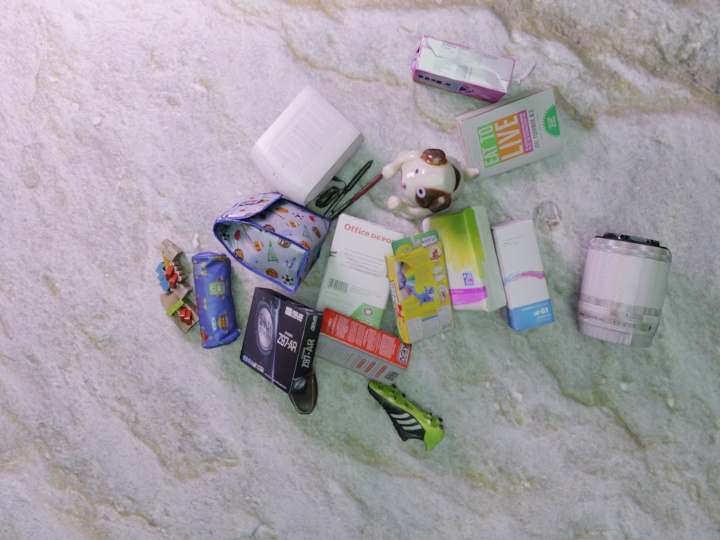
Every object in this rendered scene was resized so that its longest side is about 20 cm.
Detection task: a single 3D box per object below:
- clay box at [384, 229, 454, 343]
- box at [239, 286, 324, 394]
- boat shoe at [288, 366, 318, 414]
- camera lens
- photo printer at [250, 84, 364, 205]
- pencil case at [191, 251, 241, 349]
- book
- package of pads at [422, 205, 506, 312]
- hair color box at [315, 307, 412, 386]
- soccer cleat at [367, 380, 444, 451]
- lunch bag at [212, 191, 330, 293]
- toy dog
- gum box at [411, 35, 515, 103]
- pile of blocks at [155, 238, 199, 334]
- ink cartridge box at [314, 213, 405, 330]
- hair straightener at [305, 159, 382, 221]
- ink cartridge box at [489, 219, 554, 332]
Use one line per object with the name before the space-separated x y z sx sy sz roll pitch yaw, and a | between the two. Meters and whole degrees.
clay box | 0.116 0.030 1.245 0.112 0.047 0.206 -15 100 -22
box | -0.164 0.138 1.262 0.043 0.198 0.165 9 98 -42
boat shoe | -0.132 0.209 1.319 0.068 0.070 0.207 -10 95 1
camera lens | 0.521 0.035 1.241 0.155 0.160 0.207 9 95 1
photo printer | -0.113 -0.247 1.261 0.166 0.070 0.201 40 83 5
pencil case | -0.302 0.062 1.306 0.084 0.078 0.207 -8 94 -18
book | 0.303 -0.276 1.270 0.195 0.048 0.137 -19 114 3
package of pads | 0.204 -0.020 1.251 0.067 0.153 0.206 -16 95 -27
hair color box | -0.004 0.159 1.277 0.196 0.102 0.062 24 54 -9
soccer cleat | 0.088 0.311 1.325 0.198 0.068 0.082 35 107 -2
lunch bag | -0.176 -0.076 1.238 0.196 0.171 0.126 25 116 3
toy dog | 0.136 -0.165 1.207 0.188 0.200 0.144 4 97 9
gum box | 0.195 -0.397 1.239 0.194 0.114 0.068 15 95 0
pile of blocks | -0.398 0.037 1.315 0.080 0.062 0.206 -17 93 3
ink cartridge box | 0.000 0.000 1.290 0.142 0.084 0.206 17 95 0
hair straightener | -0.045 -0.163 1.307 0.199 0.041 0.077 -41 92 9
ink cartridge box | 0.314 0.003 1.251 0.082 0.145 0.206 -14 94 3
